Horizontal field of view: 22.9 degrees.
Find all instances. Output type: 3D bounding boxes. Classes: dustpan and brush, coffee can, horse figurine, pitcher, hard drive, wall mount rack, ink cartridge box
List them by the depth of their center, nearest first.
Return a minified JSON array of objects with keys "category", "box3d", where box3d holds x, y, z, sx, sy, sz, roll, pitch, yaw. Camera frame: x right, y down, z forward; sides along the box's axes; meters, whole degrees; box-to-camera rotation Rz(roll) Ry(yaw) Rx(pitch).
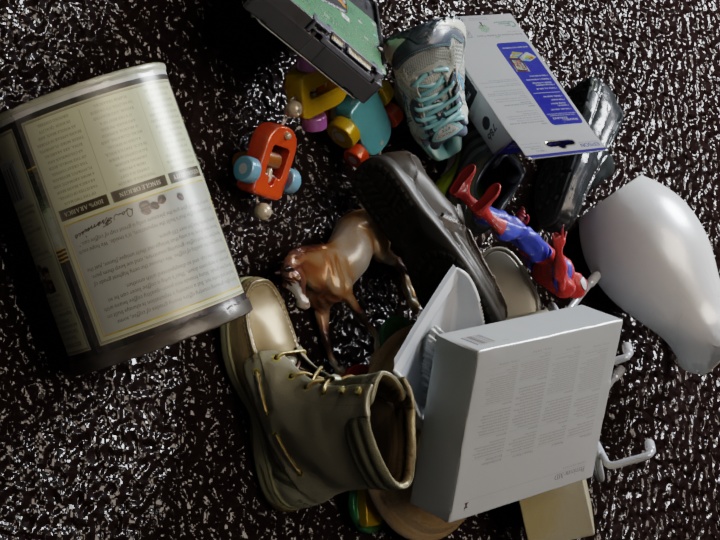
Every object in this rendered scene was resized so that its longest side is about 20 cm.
[{"category":"coffee can","box3d":[-0.182,-0.039,1.344,0.146,0.146,0.201,-22,94,-46]},{"category":"dustpan and brush","box3d":[0.082,0.114,1.528,0.201,0.057,0.140,86,28,-42]},{"category":"hard drive","box3d":[-0.042,-0.238,1.545,0.140,0.038,0.200,36,23,-24]},{"category":"horse figurine","box3d":[0.000,0.000,1.584,0.200,0.050,0.133,-46,117,-39]},{"category":"ink cartridge box","box3d":[0.145,-0.167,1.700,0.099,0.039,0.200,-6,50,-30]},{"category":"wall mount rack","box3d":[0.234,0.099,1.747,0.174,0.074,0.201,-106,179,-64]},{"category":"pitcher","box3d":[0.310,0.011,1.843,0.121,0.172,0.200,-34,86,-11]}]

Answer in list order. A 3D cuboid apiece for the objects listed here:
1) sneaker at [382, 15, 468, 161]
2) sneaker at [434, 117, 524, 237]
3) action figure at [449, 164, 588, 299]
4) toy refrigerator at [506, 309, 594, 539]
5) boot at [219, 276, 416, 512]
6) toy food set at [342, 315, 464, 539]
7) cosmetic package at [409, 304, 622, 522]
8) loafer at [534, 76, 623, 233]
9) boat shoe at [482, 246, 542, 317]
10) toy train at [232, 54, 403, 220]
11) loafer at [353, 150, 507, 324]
[{"category":"sneaker","box3d":[0.072,-0.161,1.607,0.200,0.077,0.087,67,5,-73]},{"category":"sneaker","box3d":[0.127,-0.108,1.716,0.074,0.081,0.201,36,55,-32]},{"category":"action figure","box3d":[0.158,-0.027,1.642,0.052,0.065,0.200,-50,134,-5]},{"category":"toy refrigerator","box3d":[0.162,0.146,1.645,0.076,0.070,0.201,-75,153,-73]},{"category":"boot","box3d":[-0.033,0.090,1.448,0.072,0.154,0.201,-11,86,-45]},{"category":"toy food set","box3d":[0.051,0.140,1.578,0.198,0.048,0.201,2,85,-52]},{"category":"cosmetic package","box3d":[0.134,0.118,1.507,0.200,0.052,0.152,-8,111,-46]},{"category":"loafer","box3d":[0.231,-0.113,1.828,0.070,0.068,0.201,37,51,-20]},{"category":"boat shoe","box3d":[0.152,0.075,1.716,0.067,0.057,0.201,-21,90,-6]},{"category":"toy train","box3d":[-0.044,-0.117,1.576,0.200,0.055,0.151,6,99,-53]},{"category":"loafer","box3d":[0.076,-0.026,1.574,0.071,0.073,0.200,-41,104,-44]}]
